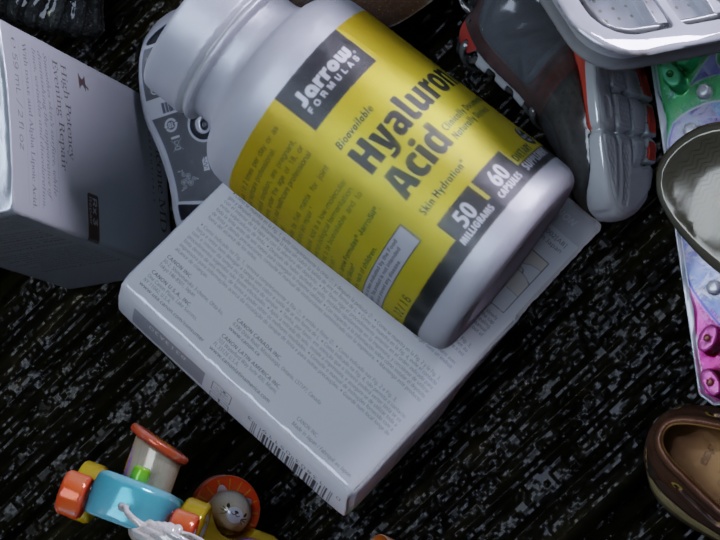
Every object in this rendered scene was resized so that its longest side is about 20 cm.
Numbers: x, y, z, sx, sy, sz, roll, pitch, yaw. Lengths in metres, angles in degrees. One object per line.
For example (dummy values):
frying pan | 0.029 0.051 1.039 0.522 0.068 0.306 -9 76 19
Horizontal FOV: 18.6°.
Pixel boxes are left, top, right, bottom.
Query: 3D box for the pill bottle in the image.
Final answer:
pill bottle | -0.005 -0.063 1.072 0.200 0.111 0.111 37 96 7

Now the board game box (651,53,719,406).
board game box | 0.250 -0.046 1.083 0.199 0.026 0.201 -10 80 18

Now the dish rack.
dish rack | 0.135 -0.178 1.082 0.171 0.044 0.200 -14 60 -25

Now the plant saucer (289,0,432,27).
plant saucer | -0.010 -0.222 1.167 0.200 0.037 0.201 -10 72 33

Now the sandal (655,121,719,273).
sandal | 0.223 -0.001 1.043 0.080 0.054 0.200 -46 71 9

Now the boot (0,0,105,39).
boot | -0.138 -0.203 1.189 0.211 0.079 0.158 10 80 53

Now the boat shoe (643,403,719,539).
boat shoe | 0.223 0.123 1.043 0.200 0.068 0.072 26 84 20

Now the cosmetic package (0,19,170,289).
cosmetic package | -0.168 -0.055 1.138 0.074 0.200 0.102 -9 80 18

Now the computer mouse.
computer mouse | -0.066 -0.046 1.188 0.109 0.044 0.201 -15 84 22

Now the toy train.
toy train | -0.054 0.128 1.098 0.150 0.200 0.056 10 76 44

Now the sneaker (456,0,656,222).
sneaker | 0.094 -0.110 1.129 0.082 0.077 0.200 -21 65 24

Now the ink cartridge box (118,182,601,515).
ink cartridge box | 0.000 0.000 1.133 0.161 0.050 0.200 42 69 8
